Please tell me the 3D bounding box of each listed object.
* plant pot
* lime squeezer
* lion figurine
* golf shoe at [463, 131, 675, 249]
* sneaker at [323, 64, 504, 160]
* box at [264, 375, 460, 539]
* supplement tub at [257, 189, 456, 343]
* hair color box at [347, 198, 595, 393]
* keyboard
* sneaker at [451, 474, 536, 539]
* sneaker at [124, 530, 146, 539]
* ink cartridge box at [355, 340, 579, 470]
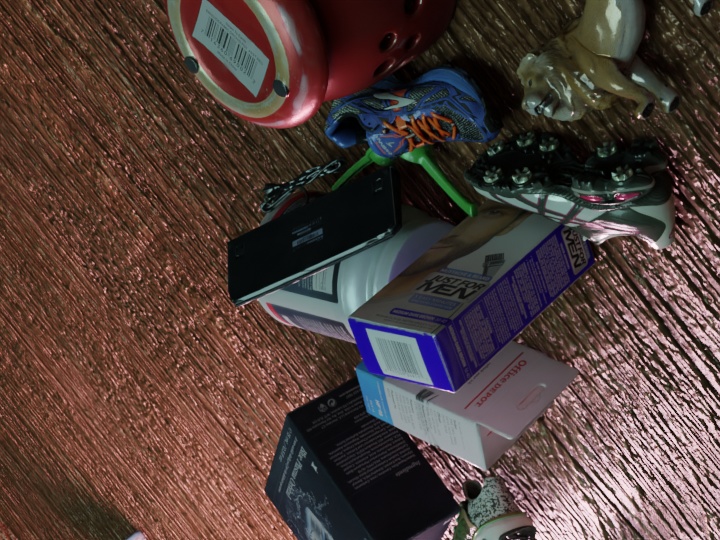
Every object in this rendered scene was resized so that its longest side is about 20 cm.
[{"bbox_3d":[-0.048,-0.232,1.169,0.200,0.182,0.201,30,141,28],"label":"plant pot"},{"bbox_3d":[0.038,-0.099,1.325,0.199,0.038,0.071,12,128,48],"label":"lime squeezer"},{"bbox_3d":[0.186,-0.187,1.037,0.122,0.072,0.201,41,134,30],"label":"lion figurine"},{"bbox_3d":[0.170,-0.061,1.169,0.199,0.077,0.088,12,139,46],"label":"golf shoe"},{"bbox_3d":[0.045,-0.130,1.238,0.199,0.079,0.075,10,149,50],"label":"sneaker"},{"bbox_3d":[-0.004,0.265,1.645,0.200,0.117,0.197,52,150,23],"label":"box"},{"bbox_3d":[0.000,0.000,1.381,0.199,0.140,0.141,13,132,45],"label":"supplement tub"},{"bbox_3d":[0.098,0.016,1.215,0.109,0.200,0.065,9,128,47],"label":"hair color box"},{"bbox_3d":[-0.046,-0.048,1.337,0.199,0.128,0.021,-23,143,27],"label":"keyboard"},{"bbox_3d":[0.136,0.282,1.592,0.200,0.076,0.089,129,131,-60],"label":"sneaker"},{"bbox_3d":[-0.396,0.553,2.516,0.131,0.079,0.200,47,149,8],"label":"sneaker"},{"bbox_3d":[0.108,0.120,1.390,0.199,0.116,0.067,23,139,38],"label":"ink cartridge box"}]
